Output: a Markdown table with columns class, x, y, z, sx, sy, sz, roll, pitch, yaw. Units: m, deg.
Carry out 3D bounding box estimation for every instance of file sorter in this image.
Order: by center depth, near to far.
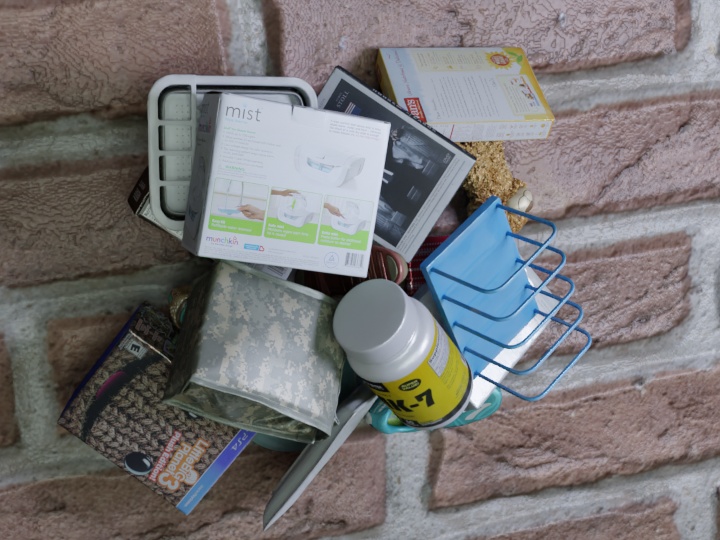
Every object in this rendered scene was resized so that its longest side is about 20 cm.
| class | x | y | z | sx | sy | sz | roll | pitch | yaw |
| --- | --- | --- | --- | --- | --- | --- | --- | --- | --- |
| file sorter | 0.188 | 0.039 | 1.433 | 0.139 | 0.122 | 0.201 | -43 | 130 | -22 |

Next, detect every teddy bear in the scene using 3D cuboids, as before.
| class | x | y | z | sx | sy | sz | roll | pitch | yaw |
| --- | --- | --- | --- | --- | --- | --- | --- | --- | --- |
| teddy bear | 0.162 | -0.127 | 1.499 | 0.066 | 0.145 | 0.201 | -23 | 107 | 29 |

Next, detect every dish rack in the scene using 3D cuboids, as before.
| class | x | y | z | sx | sy | sz | roll | pitch | yaw |
| --- | --- | --- | --- | --- | --- | --- | --- | --- | --- |
| dish rack | -0.147 | -0.135 | 1.334 | 0.198 | 0.043 | 0.174 | -3 | 96 | -19 |

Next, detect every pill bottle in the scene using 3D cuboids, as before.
| class | x | y | z | sx | sy | sz | roll | pitch | yaw |
| --- | --- | --- | --- | --- | --- | --- | --- | --- | --- |
| pill bottle | 0.051 | 0.100 | 1.387 | 0.114 | 0.114 | 0.200 | -43 | 138 | -3 |

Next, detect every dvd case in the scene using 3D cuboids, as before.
| class | x | y | z | sx | sy | sz | roll | pitch | yaw |
| --- | --- | --- | --- | --- | --- | --- | --- | --- | --- |
| dvd case | 0.016 | -0.125 | 1.382 | 0.199 | 0.025 | 0.151 | 33 | 107 | -2 |

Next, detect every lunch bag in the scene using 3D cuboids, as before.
| class | x | y | z | sx | sy | sz | roll | pitch | yaw |
| --- | --- | --- | --- | --- | --- | --- | --- | --- | --- |
| lunch bag | -0.110 | 0.099 | 1.355 | 0.198 | 0.117 | 0.166 | 21 | 60 | -21 |

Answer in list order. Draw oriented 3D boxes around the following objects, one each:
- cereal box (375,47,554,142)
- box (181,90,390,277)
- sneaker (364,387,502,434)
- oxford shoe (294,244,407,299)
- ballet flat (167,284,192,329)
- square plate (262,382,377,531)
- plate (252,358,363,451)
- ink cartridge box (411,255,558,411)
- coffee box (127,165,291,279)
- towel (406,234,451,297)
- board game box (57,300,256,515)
| class | x | y | z | sx | sy | sz | roll | pitch | yaw |
| --- | --- | --- | --- | --- | --- | --- | --- | --- | --- |
| cereal box | 0.128 | -0.222 | 1.456 | 0.198 | 0.145 | 0.040 | -3 | 140 | -14 |
| box | -0.083 | -0.095 | 1.287 | 0.198 | 0.097 | 0.179 | 6 | 95 | -21 |
| sneaker | 0.103 | 0.191 | 1.576 | 0.198 | 0.080 | 0.078 | -8 | 105 | -15 |
| oxford shoe | 0.000 | 0.000 | 1.447 | 0.074 | 0.199 | 0.071 | -9 | 92 | -39 |
| ballet flat | -0.159 | 0.058 | 1.471 | 0.199 | 0.065 | 0.071 | 24 | 100 | -40 |
| square plate | -0.044 | 0.219 | 1.467 | 0.028 | 0.200 | 0.199 | 39 | 107 | 7 |
| plate | -0.069 | 0.154 | 1.518 | 0.198 | 0.026 | 0.202 | -13 | 119 | -25 |
| ink cartridge box | 0.155 | 0.060 | 1.552 | 0.160 | 0.047 | 0.200 | 48 | 66 | -11 |
| coffee box | -0.176 | -0.061 | 1.419 | 0.199 | 0.113 | 0.080 | 31 | 93 | -19 |
| towel | 0.132 | 0.051 | 1.569 | 0.143 | 0.022 | 0.203 | -5 | 95 | -14 |
| board game box | -0.240 | 0.169 | 1.430 | 0.199 | 0.097 | 0.160 | 37 | 106 | -11 |
